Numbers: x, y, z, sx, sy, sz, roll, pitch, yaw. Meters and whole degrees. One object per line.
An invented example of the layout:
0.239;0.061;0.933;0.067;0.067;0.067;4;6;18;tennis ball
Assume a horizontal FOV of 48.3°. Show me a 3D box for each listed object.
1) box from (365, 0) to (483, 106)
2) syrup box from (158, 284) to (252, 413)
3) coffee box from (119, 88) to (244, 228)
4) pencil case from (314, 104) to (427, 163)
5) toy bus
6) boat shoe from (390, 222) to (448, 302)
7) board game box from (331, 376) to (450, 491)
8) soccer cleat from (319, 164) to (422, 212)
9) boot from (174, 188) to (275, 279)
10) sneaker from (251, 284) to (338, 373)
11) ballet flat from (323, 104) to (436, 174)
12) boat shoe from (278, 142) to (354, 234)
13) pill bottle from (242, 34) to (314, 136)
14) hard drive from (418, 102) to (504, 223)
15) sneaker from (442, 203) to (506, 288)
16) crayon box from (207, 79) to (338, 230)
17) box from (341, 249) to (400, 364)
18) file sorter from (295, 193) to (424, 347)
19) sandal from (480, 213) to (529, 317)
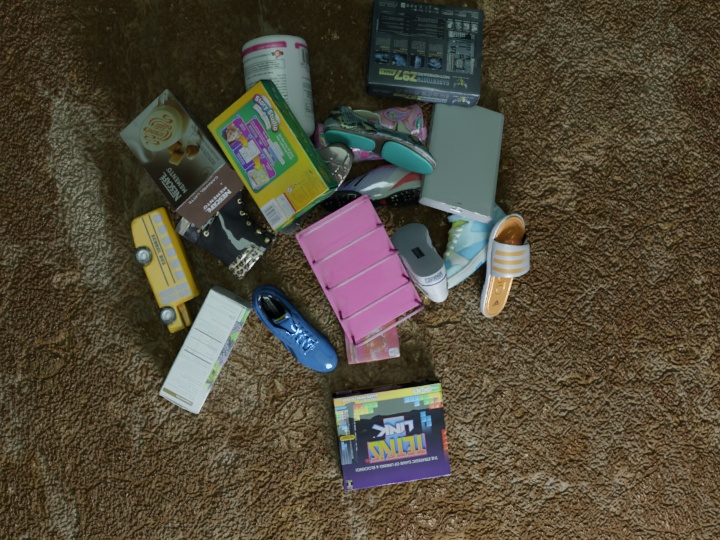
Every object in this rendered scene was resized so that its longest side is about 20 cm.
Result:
0.110;-0.373;1.374;0.194;0.051;0.162;5;77;-3;box
-0.266;0.135;1.390;0.080;0.079;0.204;26;92;-5;syrup box
-0.293;-0.184;1.320;0.114;0.080;0.201;-41;63;2;coffee box
0.015;-0.228;1.379;0.194;0.087;0.090;-10;95;-4;pencil case
-0.332;0.000;1.384;0.077;0.065;0.204;-22;95;-3;toy bus
0.100;-0.013;1.356;0.072;0.201;0.066;-20;120;3;boat shoe
0.055;0.290;1.433;0.194;0.057;0.170;-8;93;-3;board game box
0.023;-0.147;1.403;0.194;0.069;0.075;-8;62;7;soccer cleat
-0.206;-0.101;1.382;0.150;0.073;0.201;41;81;-11;boot
-0.116;0.108;1.400;0.066;0.078;0.200;-43;97;-2;sneaker
0.037;-0.221;1.311;0.195;0.074;0.076;19;93;-8;ballet flat
-0.082;-0.147;1.344;0.074;0.074;0.199;44;120;-10;boat shoe
-0.135;-0.278;1.346;0.110;0.113;0.206;-6;90;-3;pill bottle
0.175;-0.193;1.374;0.129;0.026;0.205;15;69;-11;hard drive
0.166;-0.061;1.406;0.199;0.079;0.132;-39;98;-10;sneaker
-0.138;-0.182;1.270;0.118;0.058;0.202;-33;91;19;crayon box
0.008;0.050;1.390;0.093;0.100;0.206;-8;94;-2;box
0.000;0.000;1.274;0.137;0.125;0.203;-28;94;-2;file sorter
0.258;0.001;1.382;0.078;0.059;0.211;-17;128;-28;sandal
